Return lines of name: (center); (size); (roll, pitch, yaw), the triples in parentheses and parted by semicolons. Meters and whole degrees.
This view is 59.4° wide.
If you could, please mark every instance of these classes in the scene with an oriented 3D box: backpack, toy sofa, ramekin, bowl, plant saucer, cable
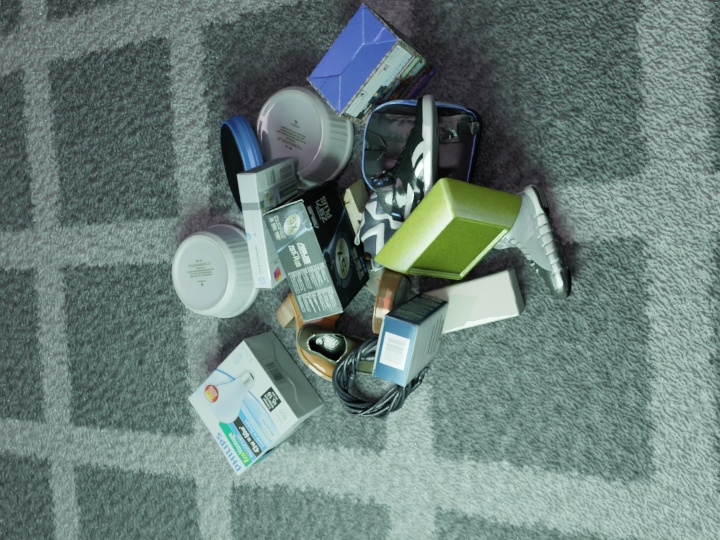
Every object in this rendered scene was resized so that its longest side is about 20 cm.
backpack: (0.108, -0.205, 1.118); (0.194, 0.147, 0.188); (11, 104, 12)
toy sofa: (-0.070, -0.095, 1.246); (0.196, 0.083, 0.100); (-19, 103, 25)
ramekin: (-0.119, -0.266, 1.245); (0.197, 0.094, 0.209); (2, 94, 24)
ramekin: (-0.318, 0.004, 1.364); (0.197, 0.094, 0.209); (2, 95, 25)
bowl: (-0.238, -0.207, 1.273); (0.201, 0.038, 0.205); (51, 149, 46)
plant saucer: (0.152, -0.051, 1.037); (0.200, 0.196, 0.049); (-50, 50, 37)
cable: (0.025, 0.210, 1.196); (0.200, 0.161, 0.051); (-43, 32, 26)

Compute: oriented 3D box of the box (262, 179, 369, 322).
box: (-0.073, -0.040, 1.129); (0.084, 0.164, 0.205); (-14, 103, 23)

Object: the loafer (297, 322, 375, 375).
loafer: (-0.028, 0.160, 1.214); (0.195, 0.070, 0.077); (15, 95, -10)

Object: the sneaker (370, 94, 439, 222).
sneaker: (0.069, -0.176, 1.019); (0.109, 0.073, 0.206); (3, 106, 16)

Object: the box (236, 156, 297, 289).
box: (-0.156, -0.090, 1.147); (0.040, 0.156, 0.206); (0, 109, 21)

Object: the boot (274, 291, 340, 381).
boot: (-0.069, 0.105, 1.269); (0.154, 0.074, 0.201); (-41, 82, 15)

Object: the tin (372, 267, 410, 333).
tin: (0.057, 0.060, 1.110); (0.041, 0.200, 0.115); (15, 87, 11)

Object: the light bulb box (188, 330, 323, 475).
light bulb box: (-0.219, 0.273, 1.318); (0.200, 0.124, 0.199); (-44, 76, 20)

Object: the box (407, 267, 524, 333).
box: (0.190, 0.060, 1.144); (0.195, 0.068, 0.085); (-15, 88, 25)

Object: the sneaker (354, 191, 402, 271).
sneaker: (0.076, -0.040, 1.164); (0.196, 0.080, 0.131); (30, 107, -12)

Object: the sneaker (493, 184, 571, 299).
sneaker: (0.288, -0.036, 1.097); (0.113, 0.074, 0.205); (-21, 74, 29)

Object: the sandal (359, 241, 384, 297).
sandal: (0.000, 0.000, 1.236); (0.199, 0.054, 0.083); (41, 109, 16)

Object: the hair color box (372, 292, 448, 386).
hair color box: (0.087, 0.109, 1.048); (0.059, 0.199, 0.103); (16, 103, 19)

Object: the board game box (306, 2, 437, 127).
board game box: (0.025, -0.350, 1.122); (0.160, 0.199, 0.097); (-47, 74, 19)
